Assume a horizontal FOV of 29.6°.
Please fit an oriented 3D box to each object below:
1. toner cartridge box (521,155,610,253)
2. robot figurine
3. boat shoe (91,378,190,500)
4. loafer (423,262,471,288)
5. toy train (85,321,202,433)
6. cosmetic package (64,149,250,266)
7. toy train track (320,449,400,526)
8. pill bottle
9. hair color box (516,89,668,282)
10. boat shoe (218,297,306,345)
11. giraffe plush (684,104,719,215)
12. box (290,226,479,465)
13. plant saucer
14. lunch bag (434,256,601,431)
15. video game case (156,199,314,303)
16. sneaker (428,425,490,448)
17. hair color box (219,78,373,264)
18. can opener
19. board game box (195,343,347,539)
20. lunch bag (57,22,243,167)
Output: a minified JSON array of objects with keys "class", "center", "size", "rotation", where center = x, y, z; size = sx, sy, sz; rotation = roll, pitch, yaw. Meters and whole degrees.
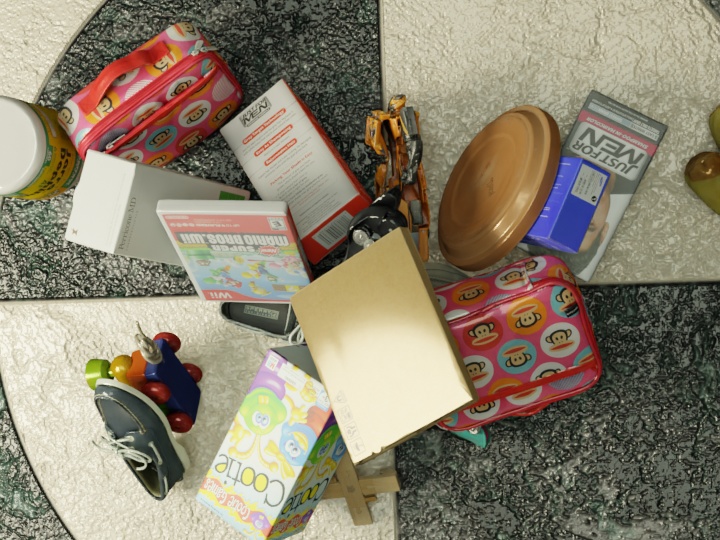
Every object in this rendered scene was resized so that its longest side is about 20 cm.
[{"class":"toner cartridge box","center":[0.192,-0.079,1.514],"size":[0.043,0.200,0.095],"rotation":[26,87,-23]},{"class":"robot figurine","center":[0.043,-0.101,1.564],"size":[0.058,0.145,0.200],"rotation":[-7,101,-7]},{"class":"boat shoe","center":[-0.262,0.198,1.586],"size":[0.075,0.200,0.062],"rotation":[13,57,24]},{"class":"loafer","center":[0.115,0.040,1.541],"size":[0.200,0.070,0.070],"rotation":[13,111,-34]},{"class":"toy train","center":[-0.271,0.114,1.590],"size":[0.115,0.200,0.085],"rotation":[-5,53,16]},{"class":"cosmetic package","center":[-0.230,-0.065,1.564],"size":[0.085,0.200,0.108],"rotation":[17,95,34]},{"class":"toy train track","center":[-0.050,0.257,1.633],"size":[0.200,0.033,0.115],"rotation":[-9,120,14]},{"class":"pill bottle","center":[-0.389,-0.139,1.588],"size":[0.112,0.200,0.113],"rotation":[0,90,7]},{"class":"hair color box","center":[0.265,-0.096,1.576],"size":[0.099,0.061,0.200],"rotation":[27,95,6]},{"class":"boat shoe","center":[-0.069,0.056,1.616],"size":[0.199,0.068,0.074],"rotation":[14,93,7]},{"class":"giraffe plush","center":[0.449,-0.094,1.500],"size":[0.172,0.162,0.201],"rotation":[9,91,7]},{"class":"box","center":[0.022,0.080,1.426],"size":[0.163,0.021,0.200],"rotation":[-32,69,28]},{"class":"plant saucer","center":[0.148,-0.096,1.527],"size":[0.032,0.200,0.201],"rotation":[25,95,-24]},{"class":"lunch bag","center":[0.155,0.090,1.483],"size":[0.200,0.082,0.176],"rotation":[-19,120,7]},{"class":"video game case","center":[-0.132,-0.018,1.513],"size":[0.143,0.200,0.017],"rotation":[1,61,10]},{"class":"sneaker","center":[0.094,0.174,1.594],"size":[0.121,0.084,0.200],"rotation":[44,98,11]},{"class":"hair color box","center":[-0.072,-0.115,1.574],"size":[0.101,0.061,0.200],"rotation":[-38,58,9]},{"class":"can opener","center":[0.000,0.000,1.517],"size":[0.063,0.079,0.200],"rotation":[38,126,15]},{"class":"board game box","center":[-0.084,0.196,1.549],"size":[0.105,0.103,0.200],"rotation":[31,104,21]},{"class":"lunch bag","center":[-0.244,-0.195,1.570],"size":[0.200,0.176,0.082],"rotation":[-37,68,0]}]
